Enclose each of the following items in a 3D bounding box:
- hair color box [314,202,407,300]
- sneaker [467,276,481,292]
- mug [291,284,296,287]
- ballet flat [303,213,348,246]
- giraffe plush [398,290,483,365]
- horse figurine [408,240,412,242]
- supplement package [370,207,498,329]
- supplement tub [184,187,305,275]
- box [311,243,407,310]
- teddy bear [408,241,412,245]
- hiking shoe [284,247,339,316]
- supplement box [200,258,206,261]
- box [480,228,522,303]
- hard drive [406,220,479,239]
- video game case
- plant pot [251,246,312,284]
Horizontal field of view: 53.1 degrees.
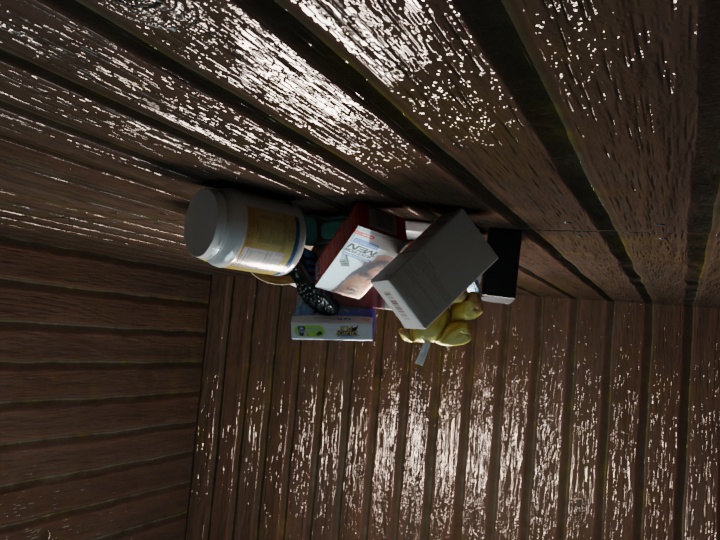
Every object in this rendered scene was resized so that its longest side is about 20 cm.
[{"bbox_3d":[-0.003,-0.033,1.417,0.108,0.065,0.201,16,139,-21],"label":"hair color box"},{"bbox_3d":[0.229,-0.026,1.567,0.074,0.083,0.201,6,156,11],"label":"sneaker"},{"bbox_3d":[-0.184,-0.052,1.847,0.149,0.190,0.150,13,-140,23],"label":"mug"},{"bbox_3d":[-0.076,-0.086,1.546,0.195,0.070,0.070,3,-179,31],"label":"ballet flat"},{"bbox_3d":[0.160,0.086,1.614,0.170,0.202,0.163,32,-165,-20],"label":"giraffe plush"},{"bbox_3d":[0.026,-0.071,1.697,0.129,0.052,0.199,3,175,29],"label":"horse figurine"},{"bbox_3d":[0.135,-0.002,1.338,0.118,0.199,0.117,51,166,-7],"label":"supplement package"},{"bbox_3d":[-0.216,-0.073,1.354,0.197,0.149,0.143,10,174,-42],"label":"supplement tub"},{"bbox_3d":[0.000,0.000,1.578,0.194,0.131,0.109,4,-157,15],"label":"box"},{"bbox_3d":[0.156,-0.037,1.679,0.142,0.069,0.197,2,-176,39],"label":"teddy bear"},{"bbox_3d":[-0.103,0.005,1.503,0.201,0.087,0.074,49,147,-16],"label":"hiking shoe"},{"bbox_3d":[-0.314,-0.073,1.706,0.105,0.113,0.200,5,175,4],"label":"supplement box"},{"bbox_3d":[0.309,-0.005,1.592,0.076,0.146,0.200,4,175,9],"label":"box"},{"bbox_3d":[0.147,-0.083,1.562,0.194,0.028,0.132,5,176,-5],"label":"hard drive"},{"bbox_3d":[-0.054,0.087,1.605,0.176,0.047,0.201,1,-155,3],"label":"video game case"},{"bbox_3d":[-0.174,-0.050,1.671,0.194,0.028,0.203,-7,134,-7],"label":"plant pot"}]
